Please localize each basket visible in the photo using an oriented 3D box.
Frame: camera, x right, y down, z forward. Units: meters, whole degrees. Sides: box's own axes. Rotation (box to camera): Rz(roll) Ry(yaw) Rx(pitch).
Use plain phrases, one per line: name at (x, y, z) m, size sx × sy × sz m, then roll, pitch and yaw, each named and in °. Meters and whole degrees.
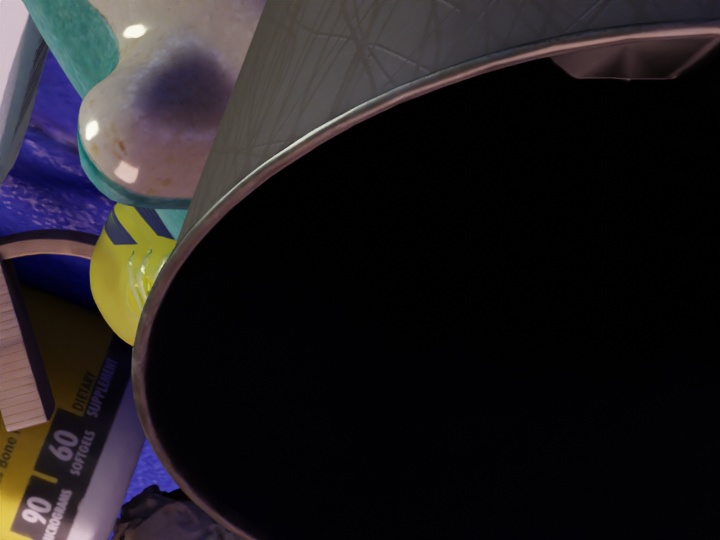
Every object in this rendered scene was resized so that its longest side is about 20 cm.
basket at (0.055, -0.061, 0.431) m, size 0.136 × 0.201 × 0.180 m, roll 36°, pitch 136°, yaw -29°

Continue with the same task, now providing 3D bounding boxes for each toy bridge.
toy bridge at (-0.128, 0.023, 0.832) m, size 0.199 × 0.068 × 0.027 m, roll -15°, pitch -169°, yaw 2°

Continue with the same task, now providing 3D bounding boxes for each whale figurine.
whale figurine at (-0.037, -0.066, 0.545) m, size 0.199 × 0.160 × 0.104 m, roll 31°, pitch 138°, yaw -11°

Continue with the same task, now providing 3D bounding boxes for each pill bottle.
pill bottle at (-0.185, 0.046, 0.908) m, size 0.199 × 0.115 × 0.114 m, roll 21°, pitch 154°, yaw -6°

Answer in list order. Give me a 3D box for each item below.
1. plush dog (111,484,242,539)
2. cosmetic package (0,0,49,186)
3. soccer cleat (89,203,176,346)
plush dog at (-0.023, 0.200, 0.923) m, size 0.199 × 0.161 × 0.172 m, roll 25°, pitch 171°, yaw 33°
cosmetic package at (-0.182, -0.093, 0.632) m, size 0.199 × 0.081 × 0.113 m, roll 18°, pitch 121°, yaw -4°
soccer cleat at (-0.033, 0.005, 0.673) m, size 0.200 × 0.084 × 0.065 m, roll -8°, pitch 124°, yaw 53°
